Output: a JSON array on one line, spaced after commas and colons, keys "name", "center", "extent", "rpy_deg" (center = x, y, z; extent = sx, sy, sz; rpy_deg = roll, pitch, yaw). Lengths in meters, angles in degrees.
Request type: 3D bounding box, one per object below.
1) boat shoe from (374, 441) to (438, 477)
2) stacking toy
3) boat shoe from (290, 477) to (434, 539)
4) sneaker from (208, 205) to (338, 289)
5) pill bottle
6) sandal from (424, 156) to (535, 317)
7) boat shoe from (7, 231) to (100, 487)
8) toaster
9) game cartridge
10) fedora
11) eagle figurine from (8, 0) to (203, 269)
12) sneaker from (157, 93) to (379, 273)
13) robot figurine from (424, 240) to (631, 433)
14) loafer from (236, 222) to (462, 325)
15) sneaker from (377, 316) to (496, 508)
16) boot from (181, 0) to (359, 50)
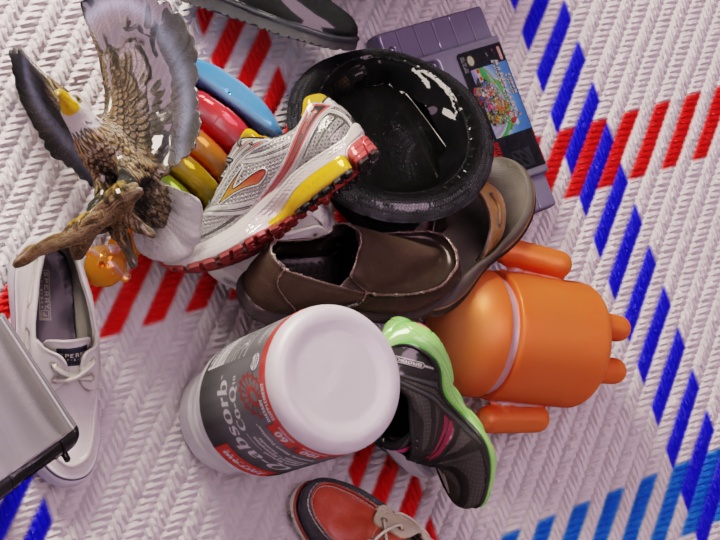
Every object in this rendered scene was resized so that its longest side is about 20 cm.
[{"name": "boat shoe", "center": [0.003, 0.101, 1.717], "extent": [0.200, 0.071, 0.072], "rpy_deg": [55, 44, -29]}, {"name": "stacking toy", "center": [-0.161, -0.065, 1.659], "extent": [0.116, 0.110, 0.201], "rpy_deg": [35, 73, 1]}, {"name": "boat shoe", "center": [0.029, 0.240, 1.698], "extent": [0.200, 0.062, 0.071], "rpy_deg": [40, 64, -13]}, {"name": "sneaker", "center": [-0.035, -0.013, 1.701], "extent": [0.199, 0.100, 0.075], "rpy_deg": [15, 39, -26]}, {"name": "pill bottle", "center": [-0.062, 0.102, 1.601], "extent": [0.115, 0.200, 0.117], "rpy_deg": [8, 73, -27]}, {"name": "sandal", "center": [0.089, -0.040, 1.742], "extent": [0.200, 0.081, 0.055], "rpy_deg": [-47, 142, -36]}, {"name": "boat shoe", "center": [-0.236, 0.068, 1.592], "extent": [0.071, 0.066, 0.202], "rpy_deg": [2, 76, -28]}, {"name": "toaster", "center": [-0.318, 0.132, 1.455], "extent": [0.180, 0.200, 0.119], "rpy_deg": [-36, 100, -30]}, {"name": "game cartridge", "center": [0.096, -0.136, 1.849], "extent": [0.129, 0.038, 0.201], "rpy_deg": [-20, 87, -27]}, {"name": "fedora", "center": [0.020, -0.096, 1.741], "extent": [0.199, 0.092, 0.202], "rpy_deg": [6, 50, -7]}, {"name": "eagle figurine", "center": [-0.200, -0.110, 1.576], "extent": [0.150, 0.152, 0.201], "rpy_deg": [0, 49, -9]}, {"name": "sneaker", "center": [-0.083, -0.065, 1.612], "extent": [0.199, 0.078, 0.082], "rpy_deg": [-35, 82, 9]}, {"name": "robot figurine", "center": [0.141, 0.058, 1.776], "extent": [0.199, 0.145, 0.117], "rpy_deg": [7, 35, -27]}, {"name": "loafer", "center": [0.000, 0.000, 1.633], "extent": [0.199, 0.071, 0.073], "rpy_deg": [-10, 57, -27]}, {"name": "sneaker", "center": [0.049, 0.127, 1.667], "extent": [0.084, 0.077, 0.201], "rpy_deg": [-41, 124, -19]}, {"name": "boot", "center": [-0.052, -0.304, 1.718], "extent": [0.164, 0.066, 0.201], "rpy_deg": [16, 102, -10]}]
